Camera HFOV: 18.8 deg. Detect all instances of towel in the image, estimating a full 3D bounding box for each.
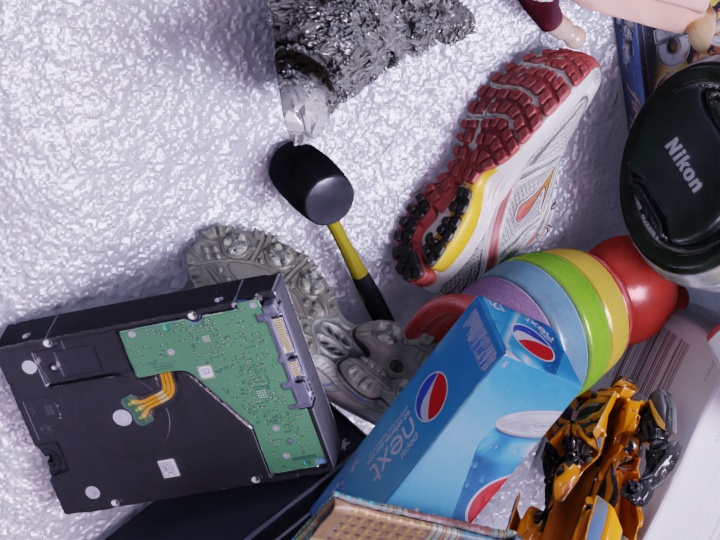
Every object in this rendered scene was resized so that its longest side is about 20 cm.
[{"bbox_3d":[-0.004,0.214,1.407,0.146,0.022,0.200,15,134,-26],"label":"towel"}]

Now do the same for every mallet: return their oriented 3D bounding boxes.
[{"bbox_3d":[0.000,0.000,1.507,0.041,0.066,0.201,-34,119,-8],"label":"mallet"}]

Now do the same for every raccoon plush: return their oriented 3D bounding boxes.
[{"bbox_3d":[0.014,-0.138,1.396,0.133,0.201,0.097,-11,132,1],"label":"raccoon plush"}]

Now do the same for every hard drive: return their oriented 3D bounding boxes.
[{"bbox_3d":[-0.126,0.083,1.439,0.199,0.038,0.140,-11,117,17],"label":"hard drive"}]

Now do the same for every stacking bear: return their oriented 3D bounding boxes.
[{"bbox_3d":[0.141,0.036,1.519,0.199,0.121,0.114,-24,140,-35],"label":"stacking bear"}]

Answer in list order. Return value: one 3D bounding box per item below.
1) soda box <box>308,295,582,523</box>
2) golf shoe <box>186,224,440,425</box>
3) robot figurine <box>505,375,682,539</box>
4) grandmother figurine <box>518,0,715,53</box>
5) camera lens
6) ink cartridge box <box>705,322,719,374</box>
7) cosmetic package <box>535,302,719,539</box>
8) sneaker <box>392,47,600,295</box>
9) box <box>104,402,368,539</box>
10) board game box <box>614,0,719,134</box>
[{"bbox_3d":[0.052,0.117,1.402,0.068,0.064,0.200,23,117,-30],"label":"soda box"},{"bbox_3d":[-0.038,0.050,1.485,0.200,0.097,0.078,35,61,6],"label":"golf shoe"},{"bbox_3d":[0.154,0.165,1.527,0.058,0.145,0.201,26,73,-27],"label":"robot figurine"},{"bbox_3d":[0.150,-0.210,1.481,0.199,0.061,0.122,9,103,-12],"label":"grandmother figurine"},{"bbox_3d":[0.293,-0.057,1.522,0.199,0.160,0.161,10,104,-38],"label":"camera lens"},{"bbox_3d":[0.359,0.044,1.478,0.199,0.083,0.147,8,137,-38],"label":"ink cartridge box"},{"bbox_3d":[0.275,0.130,1.622,0.199,0.167,0.167,18,100,-28],"label":"cosmetic package"},{"bbox_3d":[0.105,-0.068,1.533,0.082,0.078,0.200,27,104,-36],"label":"sneaker"},{"bbox_3d":[-0.047,0.225,1.534,0.200,0.123,0.199,-37,120,-10],"label":"box"},{"bbox_3d":[0.249,-0.186,1.571,0.135,0.035,0.201,-19,115,-17],"label":"board game box"}]
